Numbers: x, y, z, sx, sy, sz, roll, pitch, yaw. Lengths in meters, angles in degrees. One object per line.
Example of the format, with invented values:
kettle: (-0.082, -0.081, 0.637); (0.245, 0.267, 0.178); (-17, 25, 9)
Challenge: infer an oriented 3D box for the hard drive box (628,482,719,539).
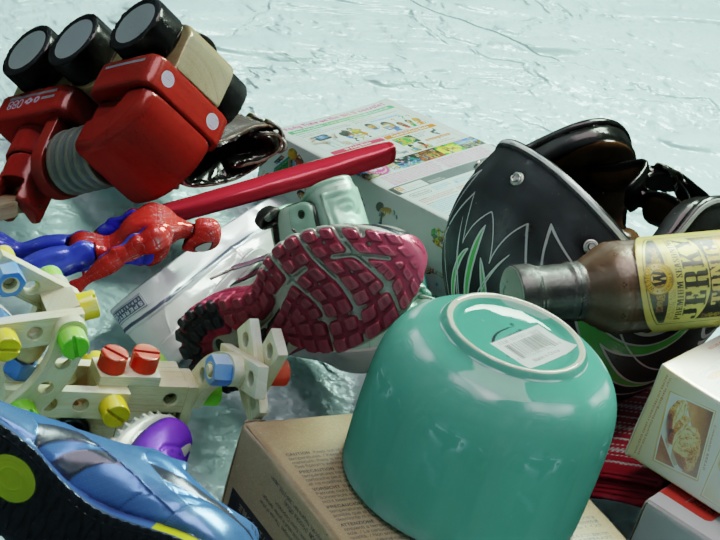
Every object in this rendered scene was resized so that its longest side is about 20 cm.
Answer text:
hard drive box: (0.285, 0.204, 1.721); (0.200, 0.077, 0.156); (31, 30, 23)

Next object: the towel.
towel: (0.187, 0.115, 1.833); (0.144, 0.023, 0.200); (7, 18, 34)

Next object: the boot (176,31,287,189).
boot: (-0.124, -0.112, 2.009); (0.174, 0.069, 0.200); (17, 34, 35)

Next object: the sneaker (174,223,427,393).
sneaker: (-0.033, 0.011, 1.693); (0.075, 0.200, 0.081); (-36, 101, -45)

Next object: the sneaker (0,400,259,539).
sneaker: (-0.149, 0.121, 1.500); (0.200, 0.066, 0.078); (28, 32, 6)

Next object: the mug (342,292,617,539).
mug: (0.074, 0.076, 1.626); (0.152, 0.115, 0.185); (11, 29, -13)

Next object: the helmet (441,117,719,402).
helmet: (0.150, -0.003, 1.857); (0.190, 0.200, 0.200); (-19, 44, -29)

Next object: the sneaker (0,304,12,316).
sneaker: (-0.322, 0.018, 1.691); (0.200, 0.074, 0.118); (28, 23, 12)

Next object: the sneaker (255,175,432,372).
sneaker: (-0.001, 0.000, 1.770); (0.074, 0.118, 0.200); (-15, 11, -33)

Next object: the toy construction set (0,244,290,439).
toy construction set: (-0.146, 0.058, 1.668); (0.200, 0.131, 0.092); (11, 30, -14)

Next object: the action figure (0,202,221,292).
action figure: (-0.190, -0.009, 1.785); (0.200, 0.052, 0.065); (-12, 21, 0)

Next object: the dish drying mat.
dish drying mat: (-0.075, -0.058, 1.919); (0.200, 0.018, 0.077); (-15, 3, -9)

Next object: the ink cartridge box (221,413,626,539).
ink cartridge box: (0.039, 0.160, 1.656); (0.200, 0.075, 0.165); (-3, 33, -33)

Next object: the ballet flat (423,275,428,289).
ballet flat: (0.030, 0.059, 1.862); (0.062, 0.068, 0.200); (-13, 29, -2)

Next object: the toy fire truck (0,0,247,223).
toy fire truck: (-0.199, -0.080, 1.824); (0.129, 0.176, 0.200); (44, 55, -34)

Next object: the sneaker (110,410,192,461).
sneaker: (-0.123, 0.164, 1.566); (0.099, 0.070, 0.200); (23, 37, 7)

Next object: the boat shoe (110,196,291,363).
boat shoe: (-0.097, 0.012, 1.860); (0.065, 0.074, 0.200); (53, 41, 0)

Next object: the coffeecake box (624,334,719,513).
coffeecake box: (0.296, 0.119, 1.718); (0.200, 0.073, 0.153); (33, 30, 25)

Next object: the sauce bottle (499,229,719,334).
sauce bottle: (0.188, 0.010, 1.739); (0.200, 0.065, 0.065); (-7, 36, -20)

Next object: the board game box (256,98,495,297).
board game box: (0.044, -0.056, 2.025); (0.200, 0.064, 0.147); (28, 29, 32)
